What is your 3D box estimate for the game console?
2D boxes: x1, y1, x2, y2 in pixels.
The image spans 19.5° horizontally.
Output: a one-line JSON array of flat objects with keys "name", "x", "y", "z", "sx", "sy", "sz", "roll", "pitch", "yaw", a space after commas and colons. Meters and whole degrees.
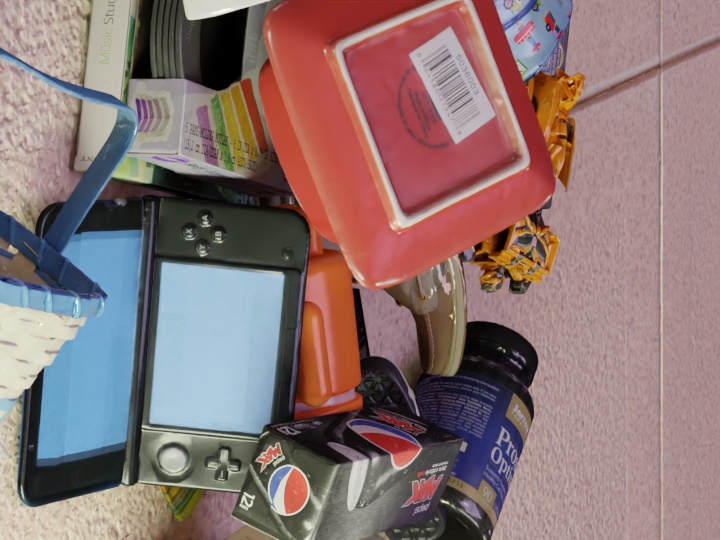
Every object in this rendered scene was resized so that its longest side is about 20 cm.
[{"name": "game console", "x": -0.127, "y": 0.057, "z": 1.386, "sx": 0.118, "sy": 0.170, "sz": 0.201, "roll": -80, "pitch": 176, "yaw": -81}]

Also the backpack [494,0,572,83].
[{"name": "backpack", "x": 0.058, "y": -0.217, "z": 1.649, "sx": 0.183, "sy": 0.199, "sz": 0.135, "roll": -59, "pitch": 144, "yaw": -42}]

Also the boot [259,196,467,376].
[{"name": "boot", "x": 0.000, "y": 0.000, "z": 1.622, "sx": 0.072, "sy": 0.154, "sz": 0.201, "roll": -126, "pitch": -154, "yaw": -64}]

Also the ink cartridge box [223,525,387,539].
[{"name": "ink cartridge box", "x": -0.059, "y": 0.282, "z": 1.466, "sx": 0.200, "sy": 0.147, "sz": 0.145, "roll": -30, "pitch": 125, "yaw": -25}]

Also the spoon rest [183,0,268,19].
[{"name": "spoon rest", "x": -0.047, "y": -0.208, "z": 1.404, "sx": 0.200, "sy": 0.060, "sz": 0.100, "roll": -38, "pitch": 126, "yaw": -57}]

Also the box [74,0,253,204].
[{"name": "box", "x": -0.127, "y": -0.126, "z": 1.467, "sx": 0.200, "sy": 0.036, "sz": 0.145, "roll": 10, "pitch": 85, "yaw": -63}]

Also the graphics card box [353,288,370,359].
[{"name": "graphics card box", "x": -0.031, "y": 0.127, "z": 1.692, "sx": 0.126, "sy": 0.051, "sz": 0.201, "roll": -49, "pitch": 137, "yaw": -51}]

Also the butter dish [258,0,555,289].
[{"name": "butter dish", "x": 0.007, "y": -0.101, "z": 1.438, "sx": 0.199, "sy": 0.148, "sz": 0.201, "roll": -27, "pitch": 99, "yaw": -35}]

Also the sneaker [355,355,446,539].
[{"name": "sneaker", "x": 0.020, "y": 0.136, "z": 1.694, "sx": 0.083, "sy": 0.071, "sz": 0.201, "roll": -92, "pitch": 169, "yaw": -52}]

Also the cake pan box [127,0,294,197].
[{"name": "cake pan box", "x": -0.091, "y": -0.155, "z": 1.443, "sx": 0.200, "sy": 0.052, "sz": 0.185, "roll": 17, "pitch": 75, "yaw": -64}]

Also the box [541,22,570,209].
[{"name": "box", "x": 0.121, "y": -0.153, "z": 1.850, "sx": 0.044, "sy": 0.160, "sz": 0.201, "roll": 7, "pitch": 88, "yaw": -25}]

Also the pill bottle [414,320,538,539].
[{"name": "pill bottle", "x": 0.091, "y": 0.148, "z": 1.880, "sx": 0.200, "sy": 0.111, "sz": 0.112, "roll": -66, "pitch": 148, "yaw": -33}]

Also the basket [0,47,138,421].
[{"name": "basket", "x": -0.216, "y": -0.023, "z": 1.156, "sx": 0.200, "sy": 0.139, "sz": 0.176, "roll": -55, "pitch": 154, "yaw": 6}]

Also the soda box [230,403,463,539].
[{"name": "soda box", "x": -0.005, "y": 0.141, "z": 1.451, "sx": 0.200, "sy": 0.063, "sz": 0.071, "roll": -3, "pitch": 116, "yaw": -63}]

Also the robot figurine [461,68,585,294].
[{"name": "robot figurine", "x": 0.128, "y": -0.080, "z": 1.708, "sx": 0.145, "sy": 0.058, "sz": 0.201, "roll": 26, "pitch": 69, "yaw": -52}]

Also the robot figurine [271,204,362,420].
[{"name": "robot figurine", "x": -0.058, "y": 0.055, "z": 1.519, "sx": 0.116, "sy": 0.143, "sz": 0.201, "roll": -14, "pitch": 100, "yaw": -55}]

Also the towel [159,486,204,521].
[{"name": "towel", "x": -0.140, "y": 0.083, "z": 1.496, "sx": 0.086, "sy": 0.018, "sz": 0.200, "roll": -63, "pitch": 146, "yaw": -40}]
